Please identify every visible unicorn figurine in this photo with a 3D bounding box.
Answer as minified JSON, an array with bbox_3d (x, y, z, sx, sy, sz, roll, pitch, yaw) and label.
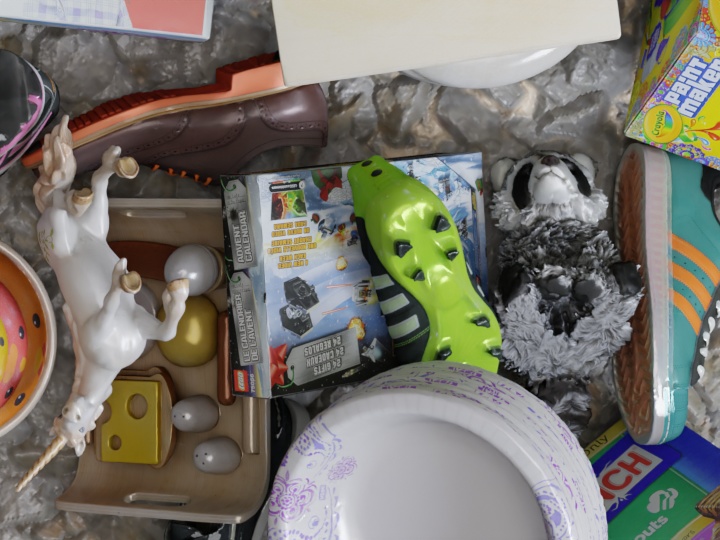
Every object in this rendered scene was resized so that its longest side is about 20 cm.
[{"bbox_3d":[-0.162,0.018,1.650,0.074,0.137,0.201,5,61,-26],"label":"unicorn figurine"}]

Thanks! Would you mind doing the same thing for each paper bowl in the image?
[{"bbox_3d":[0.053,0.153,1.633,0.200,0.104,0.202,7,107,23],"label":"paper bowl"}]

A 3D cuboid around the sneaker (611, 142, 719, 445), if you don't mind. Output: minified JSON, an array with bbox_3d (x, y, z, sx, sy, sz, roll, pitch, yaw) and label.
[{"bbox_3d":[0.210,0.016,1.746,0.080,0.071,0.201,7,74,-16],"label":"sneaker"}]

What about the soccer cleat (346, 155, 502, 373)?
[{"bbox_3d":[0.039,0.012,1.667,0.067,0.081,0.200,-27,134,-12],"label":"soccer cleat"}]

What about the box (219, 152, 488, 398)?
[{"bbox_3d":[0.000,0.000,1.701,0.200,0.040,0.138,-7,96,-44],"label":"box"}]

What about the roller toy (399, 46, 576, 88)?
[{"bbox_3d":[0.071,-0.207,1.697,0.199,0.140,0.183,-2,95,-7],"label":"roller toy"}]

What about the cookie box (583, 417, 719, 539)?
[{"bbox_3d":[0.186,0.191,1.697,0.171,0.200,0.075,-39,125,-12],"label":"cookie box"}]

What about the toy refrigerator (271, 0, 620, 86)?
[{"bbox_3d":[0.049,-0.162,1.597,0.199,0.076,0.070,-8,103,3],"label":"toy refrigerator"}]

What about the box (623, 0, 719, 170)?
[{"bbox_3d":[0.288,-0.162,1.690,0.192,0.122,0.201,20,58,-7],"label":"box"}]

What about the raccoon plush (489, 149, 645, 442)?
[{"bbox_3d":[0.111,0.015,1.767,0.096,0.134,0.200,9,128,-16],"label":"raccoon plush"}]

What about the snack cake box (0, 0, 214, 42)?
[{"bbox_3d":[-0.189,-0.212,1.705,0.199,0.067,0.116,6,92,-7],"label":"snack cake box"}]

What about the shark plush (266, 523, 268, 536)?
[{"bbox_3d":[0.041,0.156,1.781,0.199,0.091,0.084,7,114,-27],"label":"shark plush"}]

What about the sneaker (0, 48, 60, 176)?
[{"bbox_3d":[-0.267,-0.064,1.704,0.200,0.086,0.081,-28,82,16],"label":"sneaker"}]

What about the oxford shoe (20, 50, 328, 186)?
[{"bbox_3d":[-0.116,-0.082,1.724,0.199,0.071,0.073,-16,103,-4],"label":"oxford shoe"}]

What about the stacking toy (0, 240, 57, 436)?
[{"bbox_3d":[-0.259,0.051,1.651,0.145,0.200,0.147,-1,95,-6],"label":"stacking toy"}]

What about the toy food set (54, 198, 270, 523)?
[{"bbox_3d":[-0.132,0.055,1.697,0.143,0.060,0.201,1,91,28],"label":"toy food set"}]

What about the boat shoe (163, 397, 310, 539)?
[{"bbox_3d":[-0.098,0.169,1.738,0.060,0.075,0.201,23,80,-37],"label":"boat shoe"}]
